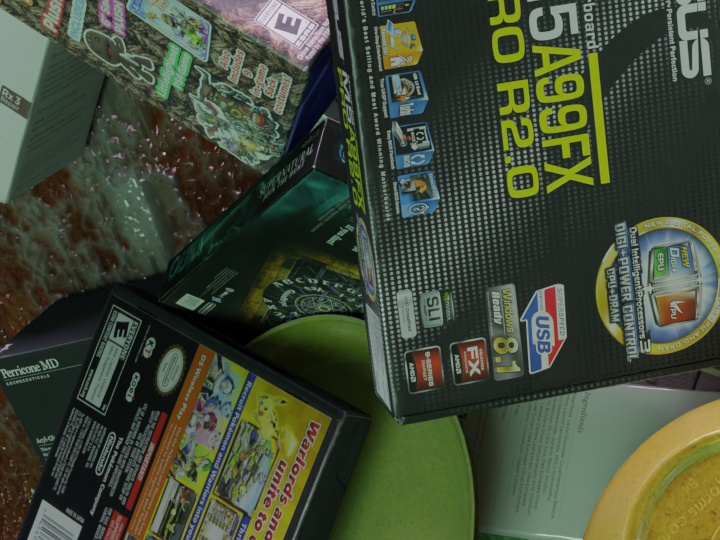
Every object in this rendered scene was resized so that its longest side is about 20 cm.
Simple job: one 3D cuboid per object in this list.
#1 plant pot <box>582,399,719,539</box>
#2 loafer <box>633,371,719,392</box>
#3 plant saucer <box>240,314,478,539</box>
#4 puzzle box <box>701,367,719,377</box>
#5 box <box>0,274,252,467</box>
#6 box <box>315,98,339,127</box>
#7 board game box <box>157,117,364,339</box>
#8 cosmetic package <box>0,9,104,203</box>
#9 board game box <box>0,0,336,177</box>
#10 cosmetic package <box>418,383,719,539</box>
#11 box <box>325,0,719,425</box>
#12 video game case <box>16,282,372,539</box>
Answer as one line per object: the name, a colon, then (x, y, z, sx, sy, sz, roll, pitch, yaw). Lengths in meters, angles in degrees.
plant pot: (0.169, 0.130, 0.875, 0.199, 0.142, 0.201, -7, 68, 18)
loafer: (0.127, 0.018, 1.081, 0.199, 0.063, 0.072, 18, 90, 16)
plant saucer: (-0.016, 0.123, 1.035, 0.199, 0.031, 0.201, -11, 72, 39)
puzzle box: (0.241, 0.013, 0.982, 0.199, 0.025, 0.133, 18, 127, -7)
box: (-0.090, 0.076, 1.212, 0.199, 0.079, 0.142, -12, 113, 33)
box: (-0.034, -0.088, 1.118, 0.200, 0.039, 0.041, 39, 129, 6)
board game box: (0.000, 0.000, 1.022, 0.135, 0.028, 0.200, 23, 154, -18)
cosmetic package: (-0.188, -0.152, 1.144, 0.113, 0.081, 0.201, 29, 127, 14)
board game box: (-0.075, -0.171, 0.997, 0.199, 0.160, 0.097, 32, 151, 5)
cosmetic package: (0.142, 0.105, 1.035, 0.199, 0.085, 0.108, 5, 161, 25)
box: (0.075, -0.048, 0.908, 0.159, 0.044, 0.201, -9, 105, -9)
video game case: (-0.096, 0.130, 1.066, 0.180, 0.025, 0.201, 26, 97, 42)
